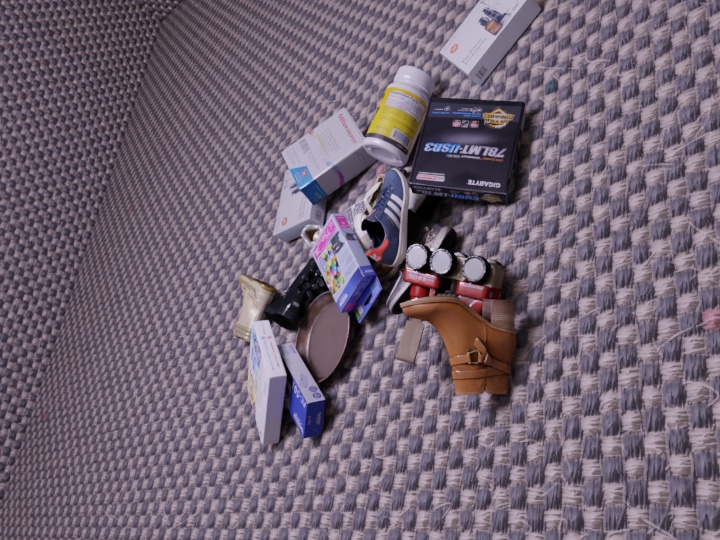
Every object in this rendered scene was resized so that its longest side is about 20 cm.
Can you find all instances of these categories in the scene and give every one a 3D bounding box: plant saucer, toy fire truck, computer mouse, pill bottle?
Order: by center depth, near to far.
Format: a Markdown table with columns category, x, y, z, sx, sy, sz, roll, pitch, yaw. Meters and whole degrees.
| category | x | y | z | sx | sy | sz | roll | pitch | yaw |
| --- | --- | --- | --- | --- | --- | --- | --- | --- | --- |
| toy fire truck | 0.145 | 0.066 | 1.207 | 0.173 | 0.128 | 0.205 | 13 | 93 | 31 |
| plant saucer | -0.076 | 0.147 | 1.494 | 0.199 | 0.032 | 0.205 | -30 | 51 | 45 |
| computer mouse | 0.036 | -0.142 | 1.557 | 0.198 | 0.044 | 0.112 | -30 | 51 | 27 |
| pill bottle | 0.092 | -0.353 | 1.565 | 0.113 | 0.113 | 0.204 | 14 | 77 | 52 |

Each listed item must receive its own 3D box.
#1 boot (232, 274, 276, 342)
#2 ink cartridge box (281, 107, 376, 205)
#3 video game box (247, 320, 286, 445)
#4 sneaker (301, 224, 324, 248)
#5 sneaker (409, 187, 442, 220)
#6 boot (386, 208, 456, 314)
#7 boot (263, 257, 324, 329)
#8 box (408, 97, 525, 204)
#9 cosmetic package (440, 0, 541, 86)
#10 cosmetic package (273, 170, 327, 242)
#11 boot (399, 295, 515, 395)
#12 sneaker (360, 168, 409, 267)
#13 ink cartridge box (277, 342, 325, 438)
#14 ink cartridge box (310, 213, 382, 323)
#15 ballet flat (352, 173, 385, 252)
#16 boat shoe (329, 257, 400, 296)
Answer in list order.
| category | x | y | z | sx | sy | sz | roll | pitch | yaw |
| --- | --- | --- | --- | --- | --- | --- | --- | --- | --- |
| boot | -0.288 | 0.099 | 1.765 | 0.199 | 0.072 | 0.159 | 17 | 88 | 61 |
| ink cartridge box | -0.077 | -0.282 | 1.686 | 0.198 | 0.085 | 0.146 | -34 | 54 | 8 |
| video game box | -0.211 | 0.248 | 1.517 | 0.183 | 0.046 | 0.204 | -121 | 34 | -48 |
| sneaker | -0.069 | -0.055 | 1.593 | 0.198 | 0.080 | 0.078 | 22 | 82 | 52 |
| sneaker | 0.149 | -0.194 | 1.425 | 0.201 | 0.072 | 0.085 | -53 | 40 | 14 |
| boot | 0.083 | -0.029 | 1.362 | 0.150 | 0.073 | 0.202 | 35 | 91 | 33 |
| boot | -0.148 | 0.051 | 1.624 | 0.164 | 0.073 | 0.198 | -58 | 14 | -17 |
| box | 0.209 | -0.237 | 1.331 | 0.195 | 0.050 | 0.203 | 9 | 69 | 21 |
| cosmetic package | 0.281 | -0.525 | 1.503 | 0.201 | 0.051 | 0.152 | -51 | 35 | 15 |
| cosmetic package | -0.150 | -0.191 | 1.793 | 0.149 | 0.051 | 0.204 | -22 | 52 | 44 |
| boot | 0.157 | 0.122 | 1.111 | 0.074 | 0.194 | 0.159 | 80 | -165 | -88 |
| sneaker | 0.043 | -0.111 | 1.314 | 0.075 | 0.083 | 0.205 | 140 | 136 | -55 |
| ink cartridge box | -0.134 | 0.253 | 1.462 | 0.200 | 0.043 | 0.096 | 50 | 139 | 50 |
| ink cartridge box | -0.032 | -0.004 | 1.421 | 0.202 | 0.041 | 0.120 | 60 | 137 | 27 |
| ballet flat | 0.017 | -0.118 | 1.456 | 0.067 | 0.062 | 0.203 | -1 | 54 | 46 |
| boat shoe | 0.000 | 0.000 | 1.478 | 0.198 | 0.073 | 0.077 | -30 | 46 | 35 |
